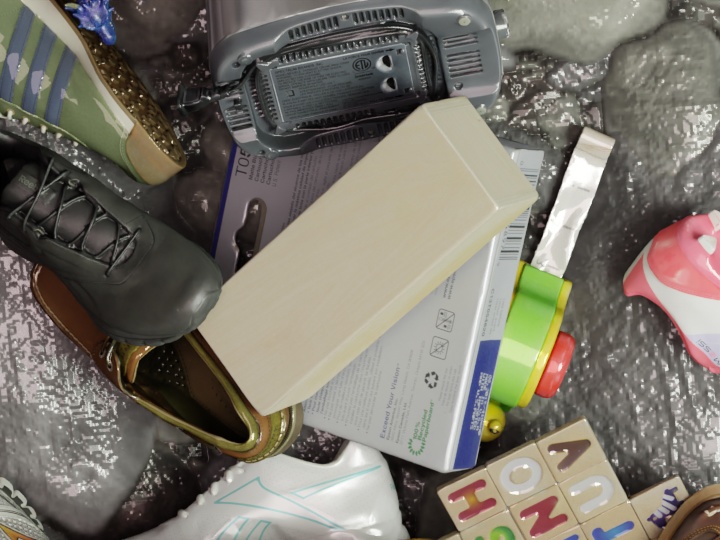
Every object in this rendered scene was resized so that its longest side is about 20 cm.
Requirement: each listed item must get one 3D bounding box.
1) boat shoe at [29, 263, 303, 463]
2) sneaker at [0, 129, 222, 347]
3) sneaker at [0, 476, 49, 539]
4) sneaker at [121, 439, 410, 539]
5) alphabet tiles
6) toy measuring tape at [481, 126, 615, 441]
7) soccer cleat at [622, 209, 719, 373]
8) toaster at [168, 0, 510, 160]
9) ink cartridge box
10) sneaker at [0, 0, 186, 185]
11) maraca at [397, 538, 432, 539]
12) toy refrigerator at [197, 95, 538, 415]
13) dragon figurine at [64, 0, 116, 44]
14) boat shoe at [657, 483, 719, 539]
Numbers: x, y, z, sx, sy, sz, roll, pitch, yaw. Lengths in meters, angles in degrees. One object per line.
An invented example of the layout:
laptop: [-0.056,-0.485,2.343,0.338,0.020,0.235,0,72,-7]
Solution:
boat shoe: [-0.123,0.042,1.681,0.199,0.068,0.072,32,102,16]
sneaker: [-0.166,-0.022,1.643,0.199,0.091,0.076,28,77,32]
sneaker: [-0.215,0.186,1.717,0.199,0.082,0.078,34,97,-1]
sneaker: [-0.073,0.152,1.718,0.199,0.070,0.081,-11,91,-4]
alphabet tiles: [0.131,0.185,1.699,0.166,0.008,0.201,-26,118,6]
toy measuring tape: [0.108,0.012,1.687,0.073,0.074,0.201,22,98,0]
soccer cleat: [0.246,0.050,1.696,0.200,0.067,0.076,45,128,-8]
toaster: [-0.016,-0.150,1.632,0.199,0.130,0.114,-12,141,3]
ink cartridge box: [0.000,0.000,1.687,0.199,0.041,0.201,17,99,31]
sneaker: [-0.198,-0.118,1.693,0.090,0.067,0.201,-37,94,14]
maraca: [0.037,0.225,1.650,0.136,0.200,0.108,-8,58,12]
toy refrigerator: [0.002,-0.008,1.617,0.200,0.070,0.076,-42,79,25]
dragon figurine: [-0.186,-0.228,1.657,0.059,0.099,0.201,-33,94,6]
boat shoe: [0.186,0.226,1.686,0.070,0.070,0.201,13,116,-19]
